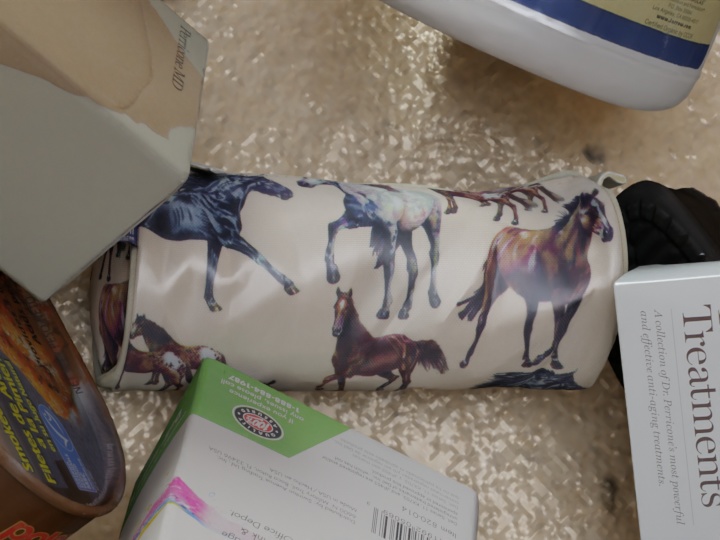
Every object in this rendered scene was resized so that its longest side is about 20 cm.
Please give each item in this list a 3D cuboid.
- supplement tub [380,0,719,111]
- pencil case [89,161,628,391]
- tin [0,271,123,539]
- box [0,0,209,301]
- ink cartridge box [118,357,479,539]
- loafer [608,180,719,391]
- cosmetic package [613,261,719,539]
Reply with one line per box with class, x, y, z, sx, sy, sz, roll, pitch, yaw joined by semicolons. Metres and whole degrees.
supplement tub;0.092;-0.174;0.981;0.143;0.144;0.201;22;100;-4
pencil case;0.000;0.000;0.986;0.198;0.078;0.090;1;94;-10
tin;-0.150;0.007;0.923;0.042;0.112;0.201;-34;69;10
box;-0.149;-0.093;0.894;0.200;0.078;0.095;39;29;-25
ink cartridge box;-0.028;0.129;0.886;0.117;0.068;0.200;27;29;-10
loafer;0.162;0.049;1.016;0.071;0.073;0.201;-29;83;-45
cosmetic package;0.175;0.094;0.943;0.150;0.052;0.202;-6;96;17
